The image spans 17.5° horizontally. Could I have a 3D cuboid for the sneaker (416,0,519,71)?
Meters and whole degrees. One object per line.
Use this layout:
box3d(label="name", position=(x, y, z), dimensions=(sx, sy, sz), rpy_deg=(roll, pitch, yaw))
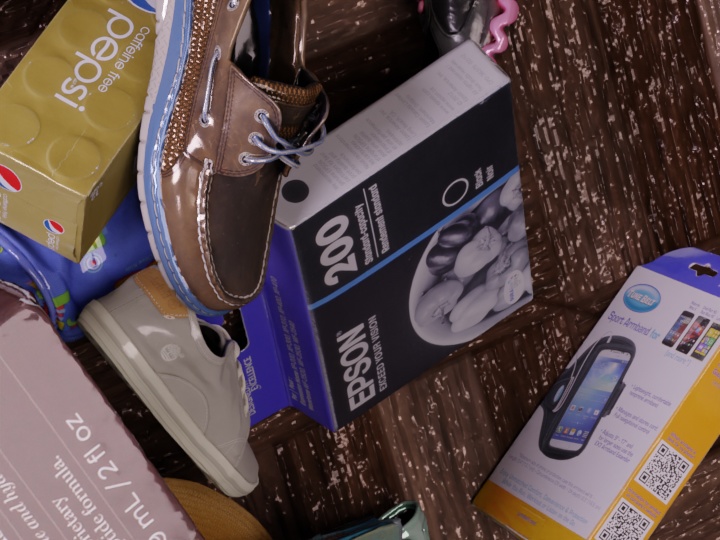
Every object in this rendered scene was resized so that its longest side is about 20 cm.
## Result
box3d(label="sneaker", position=(0.047, -0.181, 1.278), dimensions=(0.095, 0.079, 0.201), rpy_deg=(13, 96, -5))

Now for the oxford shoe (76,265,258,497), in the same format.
box3d(label="oxford shoe", position=(-0.083, 0.060, 1.204), dimensions=(0.058, 0.075, 0.200), rpy_deg=(-41, 149, -8))

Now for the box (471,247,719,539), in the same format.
box3d(label="box", position=(0.159, 0.080, 1.354), dimensions=(0.041, 0.119, 0.200), rpy_deg=(40, 84, -27))

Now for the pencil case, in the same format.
box3d(label="pencil case", position=(-0.109, -0.037, 1.201), dimensions=(0.200, 0.078, 0.087), rpy_deg=(-35, 80, -26))

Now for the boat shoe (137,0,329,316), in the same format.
box3d(label="boat shoe", position=(-0.057, -0.076, 1.102), dimensions=(0.072, 0.072, 0.201), rpy_deg=(-10, 101, -51))

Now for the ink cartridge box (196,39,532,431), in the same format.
box3d(label="ink cartridge box", position=(0.000, 0.000, 1.252), dimensions=(0.200, 0.043, 0.198), rpy_deg=(-33, 146, -15))

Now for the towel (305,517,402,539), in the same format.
box3d(label="towel", position=(-0.046, 0.236, 1.271), dimensions=(0.146, 0.022, 0.201), rpy_deg=(-13, 119, -30))

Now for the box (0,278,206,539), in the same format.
box3d(label="box", position=(-0.203, 0.122, 1.070), dimensions=(0.200, 0.164, 0.166), rpy_deg=(-38, 110, -14))

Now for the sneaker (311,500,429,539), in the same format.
box3d(label="sneaker", position=(0.055, 0.194, 1.353), dimensions=(0.200, 0.074, 0.119), rpy_deg=(1, 108, -23))

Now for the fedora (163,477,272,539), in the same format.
box3d(label="fedora", position=(-0.134, 0.191, 1.261), dimensions=(0.200, 0.082, 0.201), rpy_deg=(-12, 113, -29))

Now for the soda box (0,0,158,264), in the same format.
box3d(label="soda box", position=(-0.115, -0.104, 1.156), dimensions=(0.068, 0.064, 0.200), rpy_deg=(28, 59, 6))
